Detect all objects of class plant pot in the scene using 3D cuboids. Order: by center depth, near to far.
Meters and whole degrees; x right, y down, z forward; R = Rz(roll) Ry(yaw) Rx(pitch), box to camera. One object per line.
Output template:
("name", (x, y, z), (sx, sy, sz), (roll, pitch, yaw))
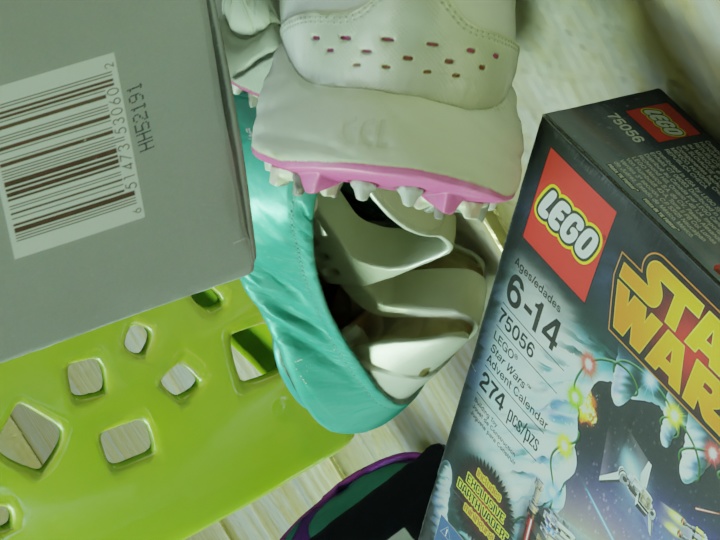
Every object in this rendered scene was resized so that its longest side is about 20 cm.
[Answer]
("plant pot", (-0.146, 0.007, 1.260), (0.200, 0.199, 0.182), (38, 152, 58))

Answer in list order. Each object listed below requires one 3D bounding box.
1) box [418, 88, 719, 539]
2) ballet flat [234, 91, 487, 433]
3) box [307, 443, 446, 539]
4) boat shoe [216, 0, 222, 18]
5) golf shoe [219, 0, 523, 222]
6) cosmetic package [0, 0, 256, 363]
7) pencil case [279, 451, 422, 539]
("box", (0.095, 0.072, 0.664), (0.200, 0.040, 0.137), (47, 137, 37))
("ballet flat", (0.000, 0.000, 0.918), (0.070, 0.067, 0.200), (6, 154, 23))
("box", (0.061, 0.181, 1.009), (0.200, 0.107, 0.148), (55, 176, -21))
("boat shoe", (-0.072, -0.137, 0.828), (0.200, 0.075, 0.068), (64, 172, -31))
("golf shoe", (0.007, -0.074, 0.734), (0.200, 0.075, 0.092), (-122, 38, -73))
("cosmetic package", (-0.105, -0.074, 0.745), (0.200, 0.090, 0.107), (-126, 21, -50))
("pencil case", (0.041, 0.173, 1.198), (0.200, 0.085, 0.092), (60, -176, -22))
